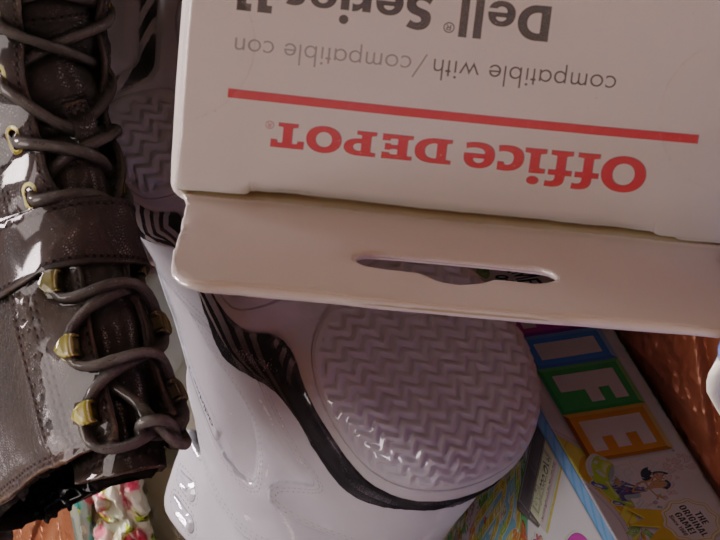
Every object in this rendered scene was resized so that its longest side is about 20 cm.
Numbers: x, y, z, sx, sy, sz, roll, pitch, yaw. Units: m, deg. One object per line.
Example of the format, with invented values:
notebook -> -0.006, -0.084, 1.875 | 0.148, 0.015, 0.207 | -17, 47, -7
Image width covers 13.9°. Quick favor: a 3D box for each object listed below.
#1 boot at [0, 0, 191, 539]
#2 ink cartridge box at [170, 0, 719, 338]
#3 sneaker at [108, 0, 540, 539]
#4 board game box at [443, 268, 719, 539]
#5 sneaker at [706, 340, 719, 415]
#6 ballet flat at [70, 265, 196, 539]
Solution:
boot -> -0.069, -0.034, 0.708 | 0.200, 0.069, 0.175 | -45, 56, 56
ink cartridge box -> 0.023, -0.061, 0.626 | 0.200, 0.117, 0.067 | -88, 3, -64
sneaker -> -0.034, 0.007, 0.805 | 0.200, 0.075, 0.115 | 52, 146, 25
board game box -> 0.041, 0.100, 0.831 | 0.135, 0.034, 0.200 | -118, 30, -41
sneaker -> 0.112, 0.005, 0.570 | 0.076, 0.077, 0.201 | -158, 65, -67
ballet flat -> -0.057, 0.053, 0.887 | 0.076, 0.064, 0.200 | -63, -32, -52
